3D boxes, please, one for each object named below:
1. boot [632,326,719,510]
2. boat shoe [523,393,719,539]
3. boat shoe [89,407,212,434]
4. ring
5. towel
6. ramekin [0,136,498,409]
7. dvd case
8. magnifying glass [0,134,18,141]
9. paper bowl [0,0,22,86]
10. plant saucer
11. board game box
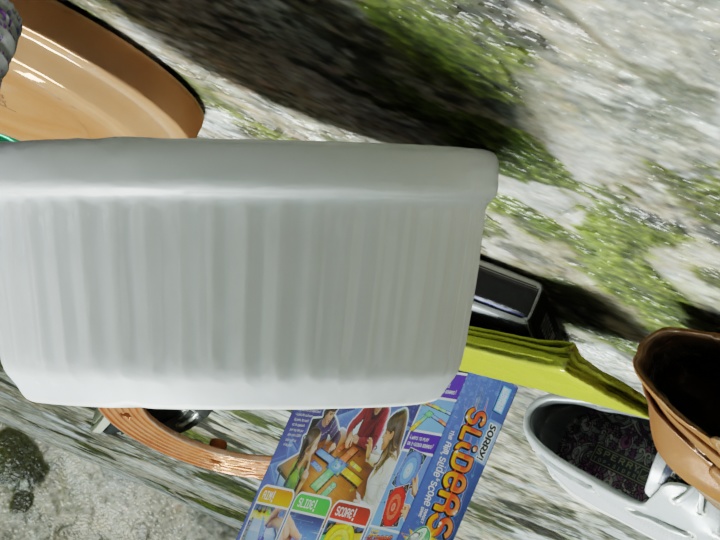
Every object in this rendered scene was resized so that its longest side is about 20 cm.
[{"bbox_3d":[0.213,0.085,1.177,0.199,0.077,0.155,27,168,26],"label":"boot"},{"bbox_3d":[0.167,0.105,1.381,0.199,0.072,0.068,27,175,40],"label":"boat shoe"},{"bbox_3d":[-0.156,0.097,2.029,0.067,0.072,0.200,26,167,-12],"label":"boat shoe"},{"bbox_3d":[-0.087,0.096,1.881,0.199,0.019,0.201,9,154,4],"label":"ring"},{"bbox_3d":[0.038,0.032,1.285,0.199,0.018,0.086,14,172,38],"label":"towel"},{"bbox_3d":[-0.047,0.001,1.020,0.201,0.095,0.202,0,180,0],"label":"ramekin"},{"bbox_3d":[0.000,0.000,1.312,0.199,0.025,0.150,22,170,14],"label":"dvd case"},{"bbox_3d":[-0.230,-0.084,1.420,0.199,0.023,0.080,14,166,37],"label":"magnifying glass"},{"bbox_3d":[-0.213,-0.116,0.965,0.199,0.105,0.201,23,169,5],"label":"paper bowl"},{"bbox_3d":[-0.164,-0.093,1.184,0.199,0.033,0.200,23,171,4],"label":"plant saucer"},{"bbox_3d":[0.005,0.115,1.581,0.034,0.136,0.200,28,170,-24],"label":"board game box"}]
